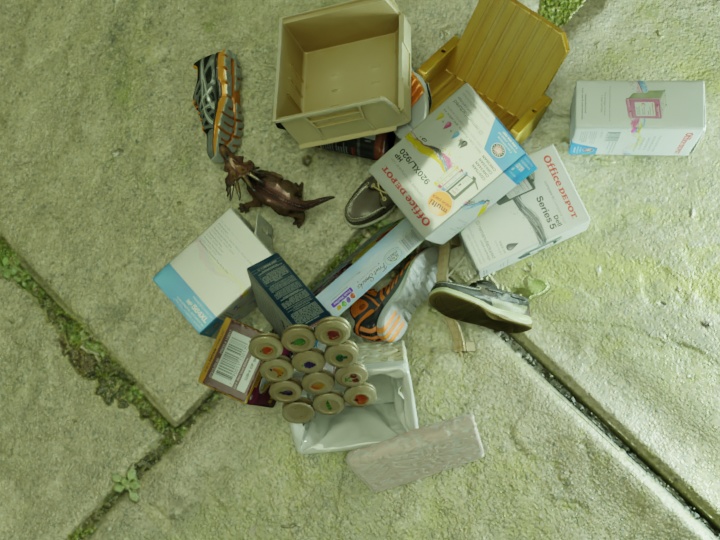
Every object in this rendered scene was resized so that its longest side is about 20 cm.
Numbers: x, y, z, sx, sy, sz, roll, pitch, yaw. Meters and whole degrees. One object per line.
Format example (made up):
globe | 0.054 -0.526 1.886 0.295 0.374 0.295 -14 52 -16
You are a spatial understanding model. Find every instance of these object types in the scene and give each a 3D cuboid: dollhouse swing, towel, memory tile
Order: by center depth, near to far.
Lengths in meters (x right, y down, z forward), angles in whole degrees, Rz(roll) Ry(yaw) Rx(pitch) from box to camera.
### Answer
memory tile | -0.068 0.149 1.496 0.153 0.200 0.017 -13 43 9
towel | 0.090 0.284 1.585 0.200 0.191 0.032 -19 64 3
dollhouse swing | 0.208 -0.316 1.656 0.200 0.176 0.182 37 55 11

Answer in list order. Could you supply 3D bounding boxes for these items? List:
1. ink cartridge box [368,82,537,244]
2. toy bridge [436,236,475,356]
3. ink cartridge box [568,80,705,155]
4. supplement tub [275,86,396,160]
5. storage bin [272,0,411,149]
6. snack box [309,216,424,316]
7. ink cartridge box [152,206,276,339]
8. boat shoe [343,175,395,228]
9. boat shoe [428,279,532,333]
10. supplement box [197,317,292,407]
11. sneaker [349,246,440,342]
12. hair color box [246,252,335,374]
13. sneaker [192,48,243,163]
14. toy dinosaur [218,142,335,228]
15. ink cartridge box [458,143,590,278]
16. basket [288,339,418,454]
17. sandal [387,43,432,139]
ink cartridge box | 0.143 -0.157 1.575 0.200 0.145 0.147 -40 78 11
toy bridge | 0.151 0.042 1.673 0.027 0.067 0.201 -13 78 31
ink cartridge box | 0.441 -0.243 1.641 0.199 0.145 0.085 3 80 8
supplement tub | -0.040 -0.254 1.724 0.200 0.107 0.107 13 83 9
storage bin | -0.025 -0.314 1.615 0.198 0.094 0.200 -9 62 20
snack box | 0.000 0.000 1.640 0.200 0.142 0.053 -41 95 -14
ink cartridge box | -0.215 0.000 1.696 0.200 0.129 0.125 -42 79 0
boat shoe | 0.053 -0.145 1.719 0.200 0.060 0.072 -35 79 1
boat shoe | 0.192 0.048 1.636 0.200 0.073 0.065 21 60 -33
supplement box | -0.174 0.151 1.631 0.086 0.200 0.111 23 84 11
sneaker | 0.050 0.032 1.683 0.112 0.078 0.200 4 44 45
hair color box | -0.097 0.072 1.573 0.060 0.100 0.200 -28 48 -16
sneaker | -0.253 -0.283 1.779 0.077 0.078 0.201 -4 77 20
toy dinosaur | -0.150 -0.132 1.704 0.200 0.136 0.086 19 84 9
ink cartridge box | 0.254 -0.097 1.673 0.200 0.084 0.146 -25 79 3
basket | -0.011 0.197 1.625 0.199 0.123 0.136 -7 109 7
sandal | 0.077 -0.289 1.651 0.079 0.059 0.207 -40 48 27
